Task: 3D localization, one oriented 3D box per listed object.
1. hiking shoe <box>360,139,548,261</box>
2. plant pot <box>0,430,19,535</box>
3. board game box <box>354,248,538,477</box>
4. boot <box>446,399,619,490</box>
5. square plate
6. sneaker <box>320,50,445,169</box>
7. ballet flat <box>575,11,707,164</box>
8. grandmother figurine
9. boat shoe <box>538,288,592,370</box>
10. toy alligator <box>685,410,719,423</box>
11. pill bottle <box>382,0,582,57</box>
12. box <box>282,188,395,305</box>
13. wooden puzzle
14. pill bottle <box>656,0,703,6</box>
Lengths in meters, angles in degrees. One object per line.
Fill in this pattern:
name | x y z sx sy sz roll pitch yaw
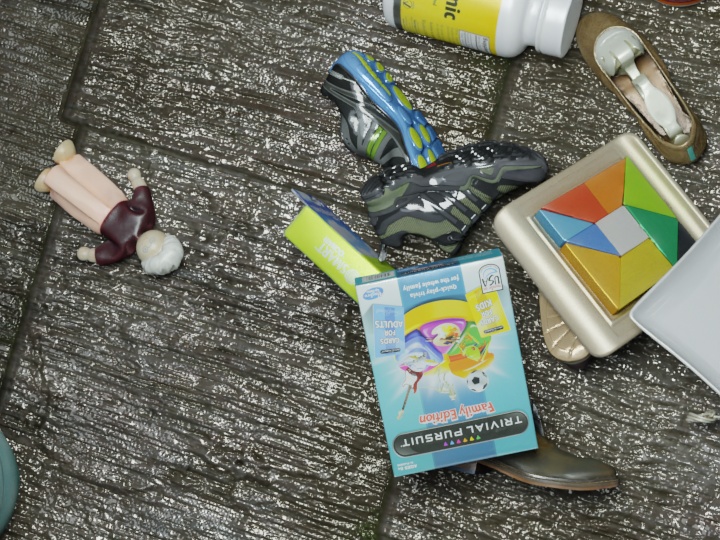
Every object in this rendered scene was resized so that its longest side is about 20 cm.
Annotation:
hiking shoe | 0.104 -0.072 1.558 0.198 0.076 0.101 -12 112 4
plant pot | -0.468 0.242 1.674 0.198 0.134 0.202 -2 83 14
board game box | 0.087 0.093 1.486 0.150 0.047 0.202 -12 100 2
boot | 0.176 0.172 1.547 0.198 0.075 0.098 8 89 17
square plate | 0.395 0.053 1.483 0.198 0.028 0.200 43 63 11
sneaker | 0.027 -0.147 1.629 0.083 0.071 0.200 -41 79 31
ballet flat | 0.294 -0.198 1.554 0.068 0.072 0.201 -33 77 10
grandmother figurine | -0.284 -0.059 1.698 0.199 0.060 0.122 35 102 18
boat shoe | 0.217 0.010 1.558 0.071 0.065 0.202 -7 65 9
toy alligator | 0.431 0.135 1.492 0.198 0.059 0.055 5 85 15
pill bottle | 0.133 -0.293 1.586 0.198 0.111 0.112 17 89 15
box | 0.000 0.000 1.584 0.200 0.122 0.048 43 96 14
wooden puzzle | 0.264 -0.033 1.523 0.199 0.037 0.186 -32 76 -22
pill bottle | 0.322 -0.344 1.495 0.108 0.200 0.111 -1 84 14
